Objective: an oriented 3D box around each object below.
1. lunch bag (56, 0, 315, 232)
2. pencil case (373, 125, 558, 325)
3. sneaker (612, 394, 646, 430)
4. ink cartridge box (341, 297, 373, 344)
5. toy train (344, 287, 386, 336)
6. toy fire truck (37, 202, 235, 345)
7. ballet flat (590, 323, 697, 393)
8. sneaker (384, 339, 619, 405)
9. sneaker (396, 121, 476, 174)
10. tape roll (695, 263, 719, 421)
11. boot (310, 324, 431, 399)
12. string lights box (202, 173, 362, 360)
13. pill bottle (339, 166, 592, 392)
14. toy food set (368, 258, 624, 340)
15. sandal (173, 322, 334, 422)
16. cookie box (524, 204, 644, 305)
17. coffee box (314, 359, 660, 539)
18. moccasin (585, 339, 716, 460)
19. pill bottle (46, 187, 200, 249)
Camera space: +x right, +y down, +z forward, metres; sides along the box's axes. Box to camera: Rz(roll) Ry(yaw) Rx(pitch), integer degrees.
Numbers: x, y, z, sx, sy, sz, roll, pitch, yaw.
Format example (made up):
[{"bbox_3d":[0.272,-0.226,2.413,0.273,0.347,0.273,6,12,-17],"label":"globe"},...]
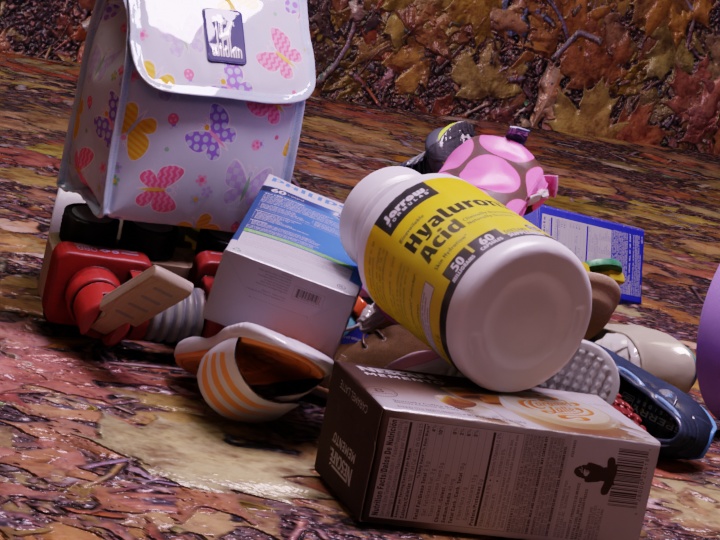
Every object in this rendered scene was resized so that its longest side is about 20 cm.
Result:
[{"bbox_3d":[-0.135,-0.139,1.766,0.169,0.201,0.127,7,12,-31],"label":"lunch bag"},{"bbox_3d":[0.083,-0.031,1.755,0.093,0.091,0.200,20,41,14],"label":"pencil case"},{"bbox_3d":[0.152,0.109,1.694,0.078,0.082,0.200,29,14,-33],"label":"sneaker"},{"bbox_3d":[0.011,0.048,1.962,0.094,0.037,0.200,16,13,26],"label":"ink cartridge box"},{"bbox_3d":[0.000,0.000,1.832,0.056,0.150,0.200,49,32,-8],"label":"toy train"},{"bbox_3d":[-0.149,0.021,1.720,0.175,0.129,0.200,9,22,-19],"label":"toy fire truck"},{"bbox_3d":[0.212,0.077,1.953,0.069,0.070,0.200,5,6,-33],"label":"ballet flat"},{"bbox_3d":[0.089,0.085,1.610,0.199,0.076,0.105,-11,3,8],"label":"sneaker"},{"bbox_3d":[0.070,-0.079,1.954,0.081,0.074,0.200,-11,-12,5],"label":"sneaker"},{"bbox_3d":[0.371,0.047,1.888,0.066,0.201,0.200,21,14,41],"label":"tape roll"},{"bbox_3d":[0.011,0.070,1.715,0.199,0.076,0.074,14,12,18],"label":"boot"},{"bbox_3d":[-0.047,-0.005,1.673,0.102,0.059,0.200,20,19,1],"label":"string lights box"},{"bbox_3d":[0.065,-0.002,1.545,0.111,0.112,0.200,5,18,-32],"label":"pill bottle"},{"bbox_3d":[0.121,0.037,1.846,0.200,0.049,0.198,-28,-26,33],"label":"toy food set"},{"bbox_3d":[-0.085,0.083,1.606,0.079,0.059,0.207,25,-16,-20],"label":"sandal"},{"bbox_3d":[0.136,-0.009,1.994,0.171,0.076,0.200,-3,-7,35],"label":"cookie box"},{"bbox_3d":[0.082,0.123,1.475,0.199,0.080,0.114,9,10,-18],"label":"coffee box"},{"bbox_3d":[0.189,0.091,1.767,0.199,0.081,0.068,16,-1,30],"label":"moccasin"},{"bbox_3d":[-0.165,-0.021,1.909,0.199,0.115,0.114,11,10,-2],"label":"pill bottle"}]
